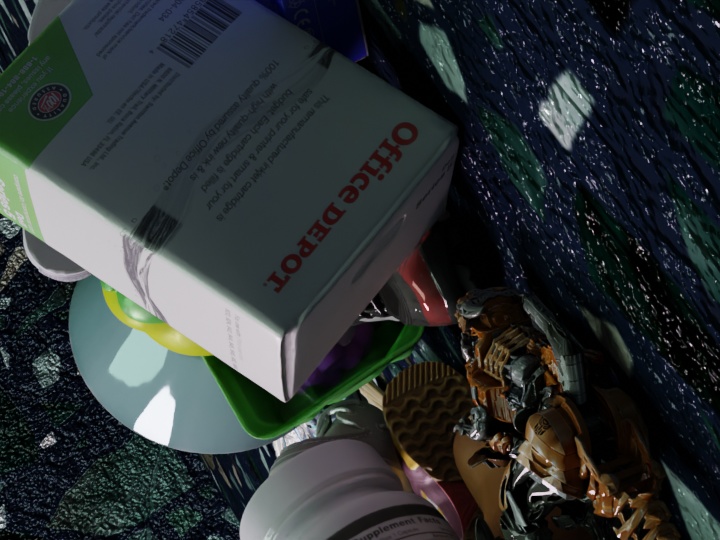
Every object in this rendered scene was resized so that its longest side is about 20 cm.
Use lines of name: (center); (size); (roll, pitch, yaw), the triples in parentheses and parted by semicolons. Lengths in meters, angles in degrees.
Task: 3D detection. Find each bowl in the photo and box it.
bowl: (-0.101, 0.018, 1.388); (0.201, 0.201, 0.105); (58, 153, 19)

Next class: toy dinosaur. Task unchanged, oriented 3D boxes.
toy dinosaur: (0.094, 0.092, 0.912); (0.200, 0.102, 0.136); (-98, 8, -53)

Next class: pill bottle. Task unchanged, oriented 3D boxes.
pill bottle: (0.020, 0.195, 1.075); (0.200, 0.114, 0.114); (50, 165, 37)

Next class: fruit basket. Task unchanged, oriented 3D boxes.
fruit basket: (-0.071, -0.004, 1.226); (0.216, 0.155, 0.216); (56, -177, -5)

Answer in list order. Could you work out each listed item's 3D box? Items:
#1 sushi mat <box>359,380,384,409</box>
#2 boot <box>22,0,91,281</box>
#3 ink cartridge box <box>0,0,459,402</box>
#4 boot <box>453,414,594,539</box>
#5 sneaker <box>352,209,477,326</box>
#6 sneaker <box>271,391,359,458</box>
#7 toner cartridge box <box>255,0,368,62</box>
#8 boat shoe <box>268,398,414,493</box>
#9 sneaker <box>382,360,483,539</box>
sushi mat: (0.049, 0.141, 1.410); (0.096, 0.012, 0.200); (63, 169, -21)
boot: (-0.169, -0.097, 1.177); (0.096, 0.073, 0.200); (-146, 66, -80)
ink cartridge box: (-0.073, -0.052, 0.970); (0.200, 0.146, 0.084); (33, 156, 15)
boot: (0.064, 0.162, 0.992); (0.200, 0.155, 0.077); (54, 147, 29)
sneaker: (0.000, 0.000, 1.077); (0.071, 0.098, 0.200); (68, 166, -20)
sneaker: (-0.034, 0.116, 1.572); (0.086, 0.078, 0.200); (31, 148, 62)
toner cartridge box: (-0.049, -0.192, 0.969); (0.095, 0.043, 0.200); (54, 167, 35)
boat shoe: (0.001, 0.115, 1.228); (0.200, 0.072, 0.069); (11, -123, -55)
sneaker: (0.081, 0.149, 1.168); (0.200, 0.075, 0.090); (64, 179, 22)
